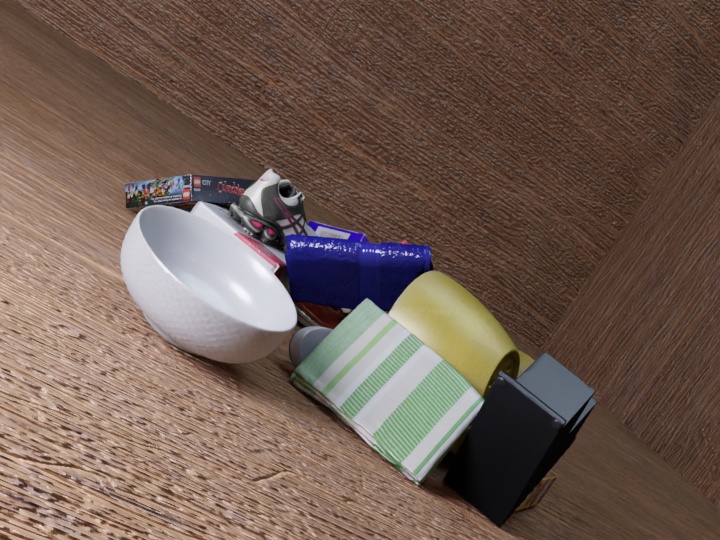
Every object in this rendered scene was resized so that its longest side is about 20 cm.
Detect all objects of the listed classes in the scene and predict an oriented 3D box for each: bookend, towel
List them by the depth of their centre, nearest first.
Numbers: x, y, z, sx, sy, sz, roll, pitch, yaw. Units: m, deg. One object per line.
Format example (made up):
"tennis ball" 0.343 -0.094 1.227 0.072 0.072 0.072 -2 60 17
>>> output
"towel" 0.035 0.140 1.264 0.199 0.152 0.024 37 -32 17
"bookend" 0.216 0.171 1.298 0.092 0.202 0.198 37 44 18
"towel" 0.000 0.000 1.448 0.196 0.050 0.149 5 -33 4

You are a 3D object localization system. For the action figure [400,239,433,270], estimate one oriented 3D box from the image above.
"action figure" 0.115 0.056 1.543 0.199 0.065 0.100 41 -34 18

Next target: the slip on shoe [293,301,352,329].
"slip on shoe" -0.015 0.092 1.626 0.199 0.062 0.074 36 3 -18

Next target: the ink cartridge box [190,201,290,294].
"ink cartridge box" -0.166 -0.017 1.516 0.144 0.084 0.200 37 6 9

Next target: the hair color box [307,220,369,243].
"hair color box" -0.020 0.010 1.755 0.108 0.065 0.201 15 -30 29

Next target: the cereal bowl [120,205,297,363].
"cereal bowl" -0.167 0.027 1.114 0.199 0.084 0.201 34 16 -11

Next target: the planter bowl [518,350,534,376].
"planter bowl" 0.227 0.181 1.602 0.201 0.083 0.202 47 -25 31

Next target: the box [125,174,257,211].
"box" -0.224 -0.110 1.565 0.135 0.038 0.199 -2 -1 37

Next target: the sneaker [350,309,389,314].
"sneaker" 0.010 0.060 1.563 0.200 0.088 0.078 46 -23 54

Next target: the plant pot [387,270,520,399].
"plant pot" 0.120 0.120 1.380 0.141 0.203 0.199 24 0 29

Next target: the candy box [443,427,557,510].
"candy box" 0.192 0.268 1.461 0.115 0.056 0.200 38 6 22

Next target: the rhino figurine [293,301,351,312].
"rhino figurine" -0.035 0.069 1.704 0.199 0.060 0.087 36 2 -14

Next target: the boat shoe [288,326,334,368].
"boat shoe" -0.038 0.115 1.367 0.069 0.072 0.199 5 -10 36

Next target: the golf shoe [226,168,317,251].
"golf shoe" -0.100 -0.074 1.511 0.077 0.089 0.200 38 5 27
